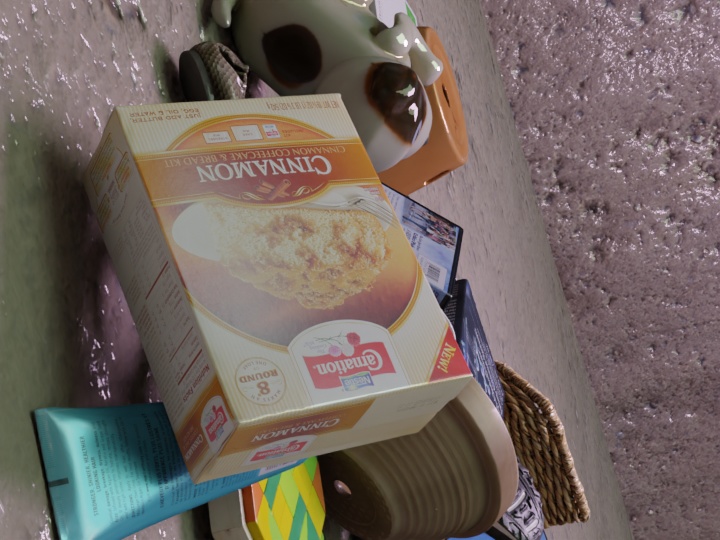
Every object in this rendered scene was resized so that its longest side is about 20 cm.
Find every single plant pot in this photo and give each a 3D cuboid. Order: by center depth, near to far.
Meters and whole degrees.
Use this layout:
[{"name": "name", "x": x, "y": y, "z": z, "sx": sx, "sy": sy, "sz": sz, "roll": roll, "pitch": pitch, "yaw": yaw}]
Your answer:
[{"name": "plant pot", "x": 0.014, "y": 0.138, "z": 1.007, "sx": 0.093, "sy": 0.200, "sz": 0.202, "roll": -38, "pitch": 120, "yaw": -32}, {"name": "plant pot", "x": 0.022, "y": -0.155, "z": 1.303, "sx": 0.200, "sy": 0.139, "sz": 0.202, "roll": -15, "pitch": 90, "yaw": -76}]

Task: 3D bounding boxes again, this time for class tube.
[{"name": "tube", "x": -0.099, "y": 0.102, "z": 0.737, "sx": 0.199, "sy": 0.050, "sz": 0.078, "roll": -5, "pitch": 75, "yaw": -58}]

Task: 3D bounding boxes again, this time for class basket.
[{"name": "basket", "x": 0.179, "y": 0.199, "z": 1.561, "sx": 0.143, "sy": 0.148, "sz": 0.201, "roll": -84, "pitch": 155, "yaw": -53}]

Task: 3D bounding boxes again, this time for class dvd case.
[{"name": "dvd case", "x": -0.009, "y": -0.050, "z": 1.068, "sx": 0.199, "sy": 0.018, "sz": 0.143, "roll": 29, "pitch": 24, "yaw": -4}]

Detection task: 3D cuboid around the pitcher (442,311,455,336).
[{"name": "pitcher", "x": 0.000, "y": 0.000, "z": 1.125, "sx": 0.171, "sy": 0.121, "sz": 0.200, "roll": 43, "pitch": 12, "yaw": -13}]

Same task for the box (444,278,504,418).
[{"name": "box", "x": 0.070, "y": 0.128, "z": 1.288, "sx": 0.201, "sy": 0.106, "sz": 0.149, "roll": -77, "pitch": 150, "yaw": -58}]

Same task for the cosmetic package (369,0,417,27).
[{"name": "cosmetic package", "x": 0.004, "y": -0.266, "z": 1.448, "sx": 0.200, "sy": 0.084, "sz": 0.109, "roll": 40, "pitch": 41, "yaw": -68}]

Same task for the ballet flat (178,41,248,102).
[{"name": "ballet flat", "x": -0.082, "y": -0.070, "z": 0.969, "sx": 0.067, "sy": 0.046, "sz": 0.202, "roll": -12, "pitch": -84, "yaw": 62}]

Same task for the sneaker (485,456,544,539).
[{"name": "sneaker", "x": 0.070, "y": 0.173, "z": 1.122, "sx": 0.074, "sy": 0.199, "sz": 0.080, "roll": -29, "pitch": 147, "yaw": -50}]

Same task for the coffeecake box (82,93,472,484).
[{"name": "coffeecake box", "x": -0.050, "y": 0.003, "z": 0.752, "sx": 0.152, "sy": 0.073, "sz": 0.201, "roll": -8, "pitch": 62, "yaw": -34}]

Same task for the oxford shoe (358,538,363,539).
[{"name": "oxford shoe", "x": 0.033, "y": 0.256, "z": 1.105, "sx": 0.201, "sy": 0.071, "sz": 0.072, "roll": -86, "pitch": 159, "yaw": -45}]

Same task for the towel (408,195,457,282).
[{"name": "towel", "x": 0.072, "y": -0.011, "z": 1.430, "sx": 0.194, "sy": 0.034, "sz": 0.200, "roll": 68, "pitch": -8, "yaw": -28}]

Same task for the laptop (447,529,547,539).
[{"name": "laptop", "x": 0.137, "y": 0.357, "z": 1.317, "sx": 0.201, "sy": 0.115, "sz": 0.188, "roll": -82, "pitch": 154, "yaw": -55}]

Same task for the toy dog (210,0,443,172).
[{"name": "toy dog", "x": -0.013, "y": -0.168, "z": 1.090, "sx": 0.193, "sy": 0.140, "sz": 0.201, "roll": 17, "pitch": 33, "yaw": -52}]

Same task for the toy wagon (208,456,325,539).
[{"name": "toy wagon", "x": -0.063, "y": 0.136, "z": 0.906, "sx": 0.200, "sy": 0.039, "sz": 0.156, "roll": -76, "pitch": 149, "yaw": -61}]
